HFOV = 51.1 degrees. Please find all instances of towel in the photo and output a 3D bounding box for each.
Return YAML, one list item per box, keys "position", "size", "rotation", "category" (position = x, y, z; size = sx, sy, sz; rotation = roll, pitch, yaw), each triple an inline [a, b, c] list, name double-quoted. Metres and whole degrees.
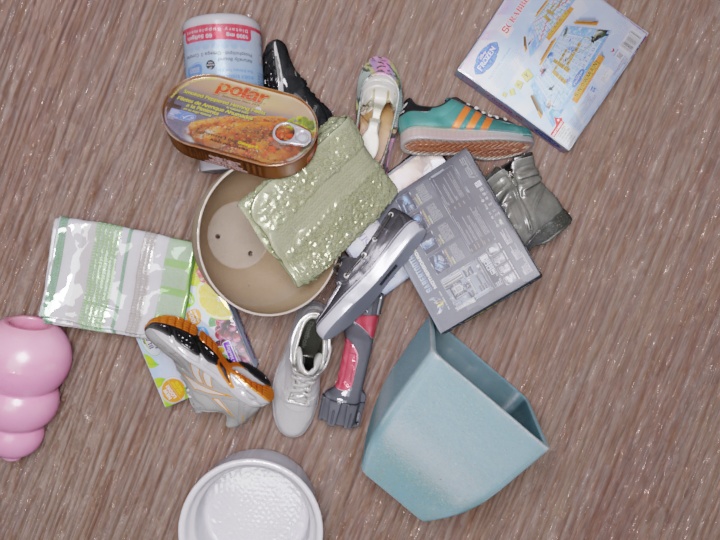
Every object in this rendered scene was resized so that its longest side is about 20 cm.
- position: [-0.048, -0.090, 0.973]
  size: [0.200, 0.036, 0.149]
  rotation: [-45, 114, -19]
  category: "towel"
- position: [-0.332, 0.015, 1.032]
  size: [0.198, 0.031, 0.151]
  rotation: [10, 94, 0]
  category: "towel"

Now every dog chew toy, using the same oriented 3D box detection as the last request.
- position: [-0.473, 0.168, 1.047]
  size: [0.123, 0.125, 0.202]
  rotation: [11, 101, -2]
  category: "dog chew toy"

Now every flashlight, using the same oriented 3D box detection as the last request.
- position: [-0.018, 0.122, 1.075]
  size: [0.067, 0.068, 0.202]
  rotation: [20, 101, 35]
  category: "flashlight"

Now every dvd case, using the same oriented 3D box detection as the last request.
- position: [0.065, -0.074, 1.095]
  size: [0.199, 0.018, 0.143]
  rotation: [-36, 94, 1]
  category: "dvd case"

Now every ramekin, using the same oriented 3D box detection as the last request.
- position: [-0.151, 0.354, 1.073]
  size: [0.198, 0.098, 0.203]
  rotation: [0, 94, -1]
  category: "ramekin"

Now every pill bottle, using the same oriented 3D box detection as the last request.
- position: [-0.185, -0.238, 1.033]
  size: [0.107, 0.109, 0.203]
  rotation: [-3, 93, -1]
  category: "pill bottle"

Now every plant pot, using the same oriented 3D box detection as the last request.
- position: [0.107, 0.218, 1.032]
  size: [0.196, 0.196, 0.200]
  rotation: [39, 100, -3]
  category: "plant pot"
- position: [-0.144, -0.047, 1.019]
  size: [0.198, 0.134, 0.203]
  rotation: [-3, 96, -29]
  category: "plant pot"

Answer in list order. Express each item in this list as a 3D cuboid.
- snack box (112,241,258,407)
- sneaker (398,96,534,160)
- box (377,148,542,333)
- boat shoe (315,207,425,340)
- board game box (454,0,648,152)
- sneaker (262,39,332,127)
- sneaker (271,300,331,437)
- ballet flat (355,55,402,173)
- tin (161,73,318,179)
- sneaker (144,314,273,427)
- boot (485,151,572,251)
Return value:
- position: [-0.249, 0.073, 1.076]
  size: [0.141, 0.053, 0.202]
  rotation: [-22, 93, 1]
  category: "snack box"
- position: [0.150, -0.207, 1.063]
  size: [0.198, 0.071, 0.081]
  rotation: [2, 73, -13]
  category: "sneaker"
- position: [0.130, -0.039, 1.027]
  size: [0.157, 0.051, 0.201]
  rotation: [-32, 79, 13]
  category: "box"
- position: [0.000, 0.000, 0.999]
  size: [0.066, 0.070, 0.200]
  rotation: [41, 92, 18]
  category: "boat shoe"
- position: [0.270, -0.309, 1.076]
  size: [0.199, 0.041, 0.201]
  rotation: [35, 92, -3]
  category: "board game box"
- position: [-0.085, -0.226, 1.068]
  size: [0.087, 0.076, 0.202]
  rotation: [-11, 90, -25]
  category: "sneaker"
- position: [-0.086, 0.147, 1.055]
  size: [0.073, 0.116, 0.202]
  rotation: [10, 94, -4]
  category: "sneaker"
- position: [0.021, -0.207, 1.051]
  size: [0.068, 0.071, 0.202]
  rotation: [8, 87, 2]
  category: "ballet flat"
- position: [-0.148, -0.180, 0.936]
  size: [0.198, 0.042, 0.113]
  rotation: [17, 68, 7]
  category: "tin"
- position: [-0.218, 0.145, 1.016]
  size: [0.200, 0.076, 0.092]
  rotation: [39, 103, -15]
  category: "sneaker"
- position: [0.194, -0.068, 1.073]
  size: [0.200, 0.068, 0.131]
  rotation: [-40, 98, -8]
  category: "boot"
